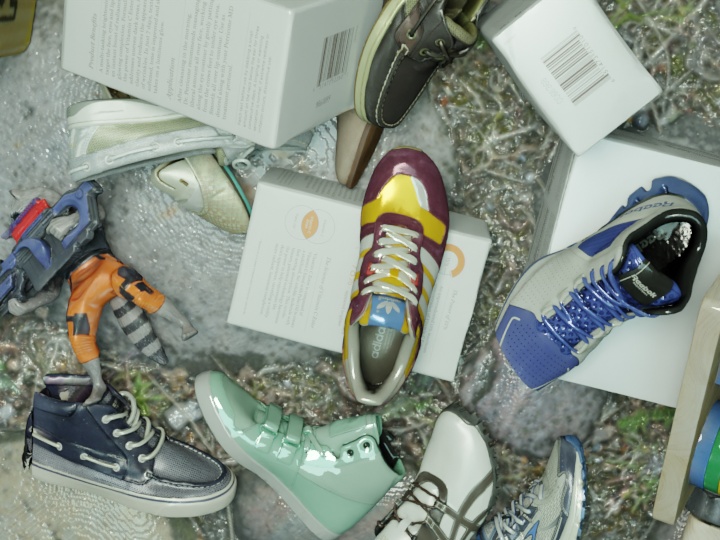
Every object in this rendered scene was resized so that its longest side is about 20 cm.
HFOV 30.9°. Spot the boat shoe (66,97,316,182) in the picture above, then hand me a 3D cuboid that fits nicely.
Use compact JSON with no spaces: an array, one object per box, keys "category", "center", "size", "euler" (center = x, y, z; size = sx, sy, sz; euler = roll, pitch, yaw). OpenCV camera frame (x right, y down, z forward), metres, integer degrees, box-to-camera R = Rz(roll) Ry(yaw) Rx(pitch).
[{"category":"boat shoe","center":[-0.135,-0.104,1.050],"size":[0.199,0.074,0.066],"euler":[-1,89,-12]}]

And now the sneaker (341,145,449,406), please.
[{"category":"sneaker","center":[0.028,0.007,1.013],"size":[0.074,0.090,0.203],"euler":[6,103,2]}]

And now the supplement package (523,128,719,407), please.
[{"category":"supplement package","center":[0.224,-0.008,1.090],"size":[0.154,0.111,0.202],"euler":[14,103,0]}]

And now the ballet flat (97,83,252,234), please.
[{"category":"ballet flat","center":[-0.167,-0.105,1.108],"size":[0.062,0.067,0.201],"euler":[-34,93,-26]}]

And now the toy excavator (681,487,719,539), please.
[{"category":"toy excavator","center":[0.385,0.253,1.137],"size":[0.198,0.194,0.101],"euler":[22,104,26]}]

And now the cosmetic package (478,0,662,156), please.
[{"category":"cosmetic package","center":[0.155,-0.167,1.013],"size":[0.081,0.200,0.113],"euler":[-37,102,11]}]

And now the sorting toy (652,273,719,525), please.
[{"category":"sorting toy","center":[0.311,0.079,1.032],"size":[0.069,0.200,0.201],"euler":[19,122,23]}]

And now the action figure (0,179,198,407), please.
[{"category":"action figure","center":[-0.255,0.018,1.133],"size":[0.199,0.104,0.195],"euler":[-35,83,21]}]

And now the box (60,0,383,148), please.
[{"category":"box","center":[-0.105,-0.190,1.004],"size":[0.198,0.152,0.107],"euler":[22,119,21]}]

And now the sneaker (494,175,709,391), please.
[{"category":"sneaker","center":[0.185,0.010,0.981],"size":[0.199,0.115,0.081],"euler":[-43,95,11]}]

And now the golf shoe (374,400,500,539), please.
[{"category":"golf shoe","center":[0.062,0.216,1.141],"size":[0.094,0.077,0.203],"euler":[-7,111,-41]}]

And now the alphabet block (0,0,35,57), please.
[{"category":"alphabet block","center":[-0.363,-0.277,1.014],"size":[0.193,0.200,0.199],"euler":[14,103,-1]}]

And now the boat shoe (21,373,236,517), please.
[{"category":"boat shoe","center":[-0.205,0.153,1.156],"size":[0.197,0.075,0.094],"euler":[10,122,1]}]

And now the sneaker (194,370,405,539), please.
[{"category":"sneaker","center":[-0.048,0.137,1.152],"size":[0.118,0.074,0.201],"euler":[-39,108,16]}]

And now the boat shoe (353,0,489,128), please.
[{"category":"boat shoe","center":[0.059,-0.192,0.998],"size":[0.065,0.073,0.202],"euler":[39,116,28]}]

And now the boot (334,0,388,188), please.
[{"category":"boot","center":[-0.032,-0.189,1.091],"size":[0.145,0.070,0.202],"euler":[24,102,4]}]

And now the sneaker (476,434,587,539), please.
[{"category":"sneaker","center":[0.149,0.239,1.168],"size":[0.084,0.077,0.202],"euler":[15,102,4]}]

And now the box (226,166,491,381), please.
[{"category":"box","center":[0.000,0.000,1.109],"size":[0.198,0.098,0.126],"euler":[15,103,0]}]
